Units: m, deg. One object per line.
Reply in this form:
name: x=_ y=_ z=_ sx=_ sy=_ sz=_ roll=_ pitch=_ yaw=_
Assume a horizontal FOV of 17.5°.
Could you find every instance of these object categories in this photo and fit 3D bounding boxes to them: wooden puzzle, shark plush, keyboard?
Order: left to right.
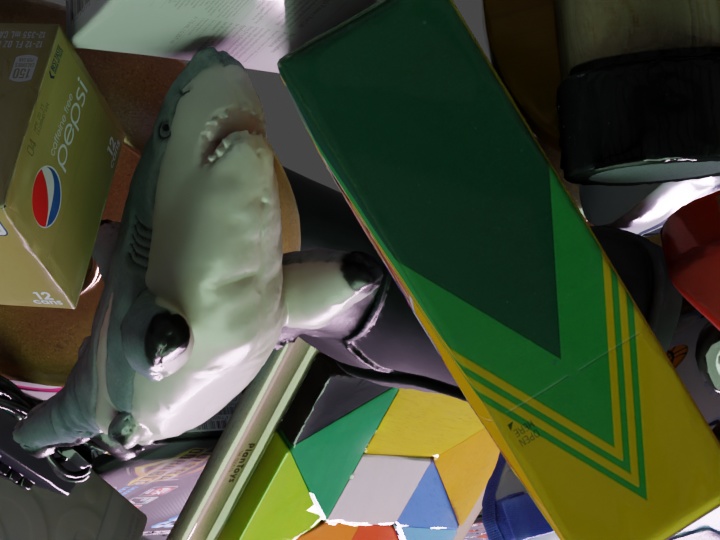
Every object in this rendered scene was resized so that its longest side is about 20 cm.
keyboard: x=-0.174 y=0.044 z=0.900 sx=0.127 sy=0.021 sz=0.200 roll=8 pitch=158 yaw=36
shark plush: x=-0.066 y=0.010 z=0.790 sx=0.091 sy=0.084 sz=0.200 roll=-23 pitch=164 yaw=-26
wooden puzzle: x=0.006 y=0.097 z=1.135 sx=0.199 sy=0.037 sz=0.185 roll=4 pitch=125 yaw=-41

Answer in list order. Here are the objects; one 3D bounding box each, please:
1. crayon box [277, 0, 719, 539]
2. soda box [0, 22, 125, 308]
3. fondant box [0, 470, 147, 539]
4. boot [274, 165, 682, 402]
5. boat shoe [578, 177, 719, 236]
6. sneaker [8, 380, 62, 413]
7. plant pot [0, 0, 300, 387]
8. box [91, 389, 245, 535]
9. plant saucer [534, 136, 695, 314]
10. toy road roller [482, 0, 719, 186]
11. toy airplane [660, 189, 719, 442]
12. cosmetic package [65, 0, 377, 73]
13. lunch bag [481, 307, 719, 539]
crayon box: x=0.042 y=0.001 z=0.749 sx=0.058 sy=0.173 sz=0.200 roll=-30 pitch=180 yaw=1
soda box: x=-0.183 y=-0.036 z=0.748 sx=0.199 sy=0.068 sz=0.064 roll=3 pitch=152 yaw=18
fondant box: x=-0.196 y=0.121 z=1.041 sx=0.058 sy=0.145 sz=0.200 roll=-21 pitch=129 yaw=36
boot: x=0.000 y=0.000 z=0.896 sx=0.168 sy=0.077 sz=0.200 roll=21 pitch=166 yaw=-37
boat shoe: x=0.166 y=-0.058 z=0.865 sx=0.090 sy=0.071 sz=0.200 roll=8 pitch=163 yaw=-22
sneaker: x=-0.155 y=0.026 z=0.999 sx=0.199 sy=0.084 sz=0.121 roll=11 pitch=156 yaw=-19
plant pot: x=-0.121 y=-0.018 z=0.834 sx=0.199 sy=0.028 sz=0.201 roll=7 pitch=140 yaw=6
box: x=-0.078 y=0.091 z=1.203 sx=0.198 sy=0.050 sz=0.200 roll=2 pitch=158 yaw=-38
plant saucer: x=0.101 y=-0.010 z=1.033 sx=0.199 sy=0.035 sz=0.200 roll=-5 pitch=161 yaw=-2
toy road roller: x=0.136 y=-0.089 z=0.709 sx=0.199 sy=0.124 sz=0.146 roll=-6 pitch=175 yaw=1
toy airplane: x=0.218 y=0.023 z=0.739 sx=0.199 sy=0.200 sz=0.142 roll=-10 pitch=132 yaw=-43
cosmetic package: x=-0.013 y=-0.121 z=0.665 sx=0.082 sy=0.051 sz=0.200 roll=7 pitch=157 yaw=-27
lunch bag: x=0.167 y=0.079 z=1.082 sx=0.170 sy=0.124 sz=0.200 roll=-22 pitch=179 yaw=33
